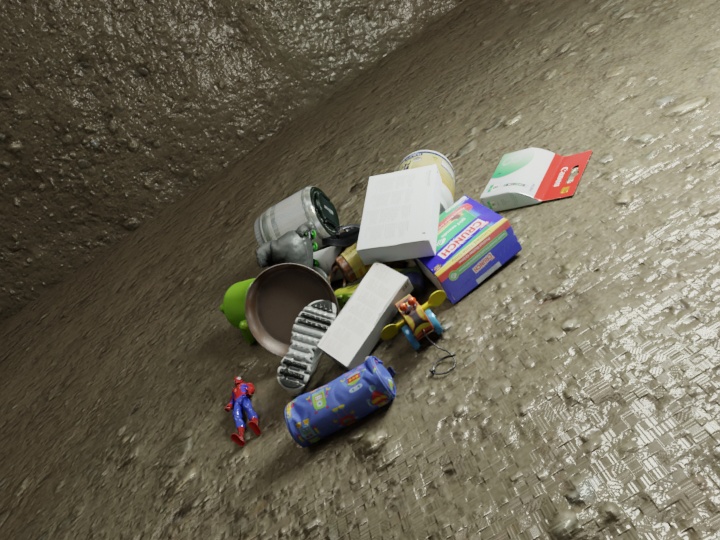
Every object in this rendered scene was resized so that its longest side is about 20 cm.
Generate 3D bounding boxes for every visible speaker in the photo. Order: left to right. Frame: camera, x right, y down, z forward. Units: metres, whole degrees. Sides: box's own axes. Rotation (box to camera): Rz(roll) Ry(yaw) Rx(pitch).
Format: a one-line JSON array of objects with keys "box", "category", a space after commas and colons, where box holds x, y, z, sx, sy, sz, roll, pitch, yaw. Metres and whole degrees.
[{"box": [-0.096, -0.006, 1.550, 0.197, 0.082, 0.082, -18, 30, 35], "category": "speaker"}]

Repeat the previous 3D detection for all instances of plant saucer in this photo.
[{"box": [-0.139, 0.081, 1.331, 0.198, 0.203, 0.032, -29, 8, 12], "category": "plant saucer"}]

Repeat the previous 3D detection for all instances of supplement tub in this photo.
[{"box": [0.140, -0.166, 1.454, 0.142, 0.145, 0.201, -23, 28, 23], "category": "supplement tub"}]

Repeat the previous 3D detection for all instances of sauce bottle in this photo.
[{"box": [0.040, -0.056, 1.336, 0.199, 0.067, 0.066, -37, 25, -4], "category": "sauce bottle"}]

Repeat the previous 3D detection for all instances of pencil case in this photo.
[{"box": [-0.033, 0.217, 1.091, 0.198, 0.078, 0.088, -31, 55, 10], "category": "pencil case"}]

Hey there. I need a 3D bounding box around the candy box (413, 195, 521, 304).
[{"box": [0.193, -0.047, 1.262, 0.168, 0.077, 0.200, -38, 26, 0], "category": "candy box"}]

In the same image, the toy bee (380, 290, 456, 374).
[{"box": [0.102, 0.079, 1.126, 0.131, 0.110, 0.199, -42, 26, -19], "category": "toy bee"}]

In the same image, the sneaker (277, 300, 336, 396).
[{"box": [-0.103, 0.150, 1.262, 0.074, 0.082, 0.203, 19, 62, 12], "category": "sneaker"}]

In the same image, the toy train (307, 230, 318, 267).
[{"box": [-0.123, -0.002, 1.498, 0.056, 0.041, 0.205, -21, 70, 43], "category": "toy train"}]

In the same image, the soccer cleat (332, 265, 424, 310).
[{"box": [0.037, 0.036, 1.312, 0.196, 0.065, 0.085, -11, 46, 23], "category": "soccer cleat"}]

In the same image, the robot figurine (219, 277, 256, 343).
[{"box": [-0.250, 0.079, 1.552, 0.198, 0.116, 0.177, -13, 40, 42], "category": "robot figurine"}]

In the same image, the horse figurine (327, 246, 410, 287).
[{"box": [0.000, 0.000, 1.396, 0.199, 0.050, 0.134, 29, 92, 44], "category": "horse figurine"}]

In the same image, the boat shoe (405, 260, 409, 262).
[{"box": [0.063, -0.067, 1.472, 0.071, 0.072, 0.202, -29, 34, 16], "category": "boat shoe"}]

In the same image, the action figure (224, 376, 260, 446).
[{"box": [-0.238, 0.269, 1.302, 0.065, 0.052, 0.200, -39, 23, 1], "category": "action figure"}]

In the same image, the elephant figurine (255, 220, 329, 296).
[{"box": [-0.139, 0.028, 1.411, 0.139, 0.203, 0.155, -19, -14, -11], "category": "elephant figurine"}]

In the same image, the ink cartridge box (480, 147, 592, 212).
[{"box": [0.364, -0.201, 1.350, 0.198, 0.050, 0.162, -11, 35, 45], "category": "ink cartridge box"}]

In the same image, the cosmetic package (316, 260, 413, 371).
[{"box": [0.010, 0.087, 1.220, 0.082, 0.051, 0.201, 29, 76, 30], "category": "cosmetic package"}]

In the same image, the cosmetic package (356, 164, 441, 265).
[{"box": [0.080, -0.112, 1.284, 0.148, 0.052, 0.203, -9, 50, 24], "category": "cosmetic package"}]

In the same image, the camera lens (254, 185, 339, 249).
[{"box": [-0.165, -0.118, 1.734, 0.197, 0.161, 0.161, -26, 27, 19], "category": "camera lens"}]

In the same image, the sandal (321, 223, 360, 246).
[{"box": [-0.022, -0.090, 1.486, 0.075, 0.044, 0.199, 4, 17, 34], "category": "sandal"}]
